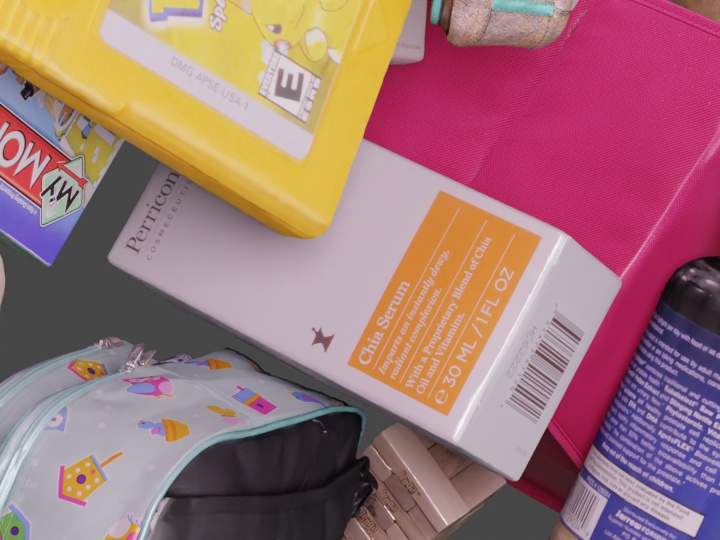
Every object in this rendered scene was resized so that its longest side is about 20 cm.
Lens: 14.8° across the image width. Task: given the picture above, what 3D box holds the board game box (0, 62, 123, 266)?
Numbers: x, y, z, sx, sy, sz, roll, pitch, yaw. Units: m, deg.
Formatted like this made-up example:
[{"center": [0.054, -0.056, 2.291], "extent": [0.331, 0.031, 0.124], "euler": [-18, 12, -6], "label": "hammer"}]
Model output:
[{"center": [-0.145, -0.099, 1.079], "extent": [0.135, 0.029, 0.200], "euler": [-61, 149, -8], "label": "board game box"}]

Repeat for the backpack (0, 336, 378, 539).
[{"center": [-0.100, 0.122, 1.179], "extent": [0.200, 0.153, 0.177], "euler": [-18, 128, -70], "label": "backpack"}]

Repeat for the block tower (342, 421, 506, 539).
[{"center": [-0.008, 0.134, 1.328], "extent": [0.058, 0.054, 0.200], "euler": [-31, 170, -43], "label": "block tower"}]

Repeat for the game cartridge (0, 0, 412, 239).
[{"center": [-0.058, -0.131, 1.075], "extent": [0.200, 0.032, 0.177], "euler": [31, 73, -42], "label": "game cartridge"}]

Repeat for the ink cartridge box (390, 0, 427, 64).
[{"center": [-0.019, -0.192, 1.189], "extent": [0.161, 0.050, 0.201], "euler": [-2, 94, -62], "label": "ink cartridge box"}]

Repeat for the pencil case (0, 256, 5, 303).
[{"center": [-0.185, 0.069, 1.000], "extent": [0.078, 0.089, 0.201], "euler": [128, -25, -46], "label": "pencil case"}]

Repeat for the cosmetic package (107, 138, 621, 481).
[{"center": [0.000, 0.000, 1.201], "extent": [0.102, 0.199, 0.071], "euler": [-62, 148, -4], "label": "cosmetic package"}]

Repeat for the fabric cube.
[{"center": [0.091, -0.015, 1.331], "extent": [0.200, 0.199, 0.196], "euler": [-56, 149, -10], "label": "fabric cube"}]

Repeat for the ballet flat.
[{"center": [0.065, -0.138, 1.196], "extent": [0.200, 0.067, 0.068], "euler": [-85, -177, -64], "label": "ballet flat"}]

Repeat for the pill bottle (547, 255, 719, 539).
[{"center": [0.167, 0.064, 1.206], "extent": [0.112, 0.112, 0.201], "euler": [11, 105, -58], "label": "pill bottle"}]
